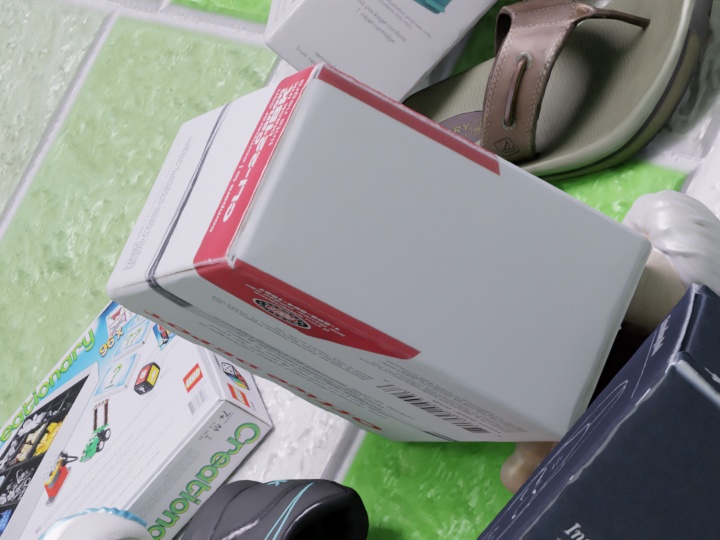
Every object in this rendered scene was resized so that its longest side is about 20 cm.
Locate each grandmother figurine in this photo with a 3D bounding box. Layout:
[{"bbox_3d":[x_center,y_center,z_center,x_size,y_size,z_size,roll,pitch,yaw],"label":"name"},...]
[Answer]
[{"bbox_3d":[0.091,0.066,1.032,0.121,0.060,0.201,8,73,46],"label":"grandmother figurine"}]

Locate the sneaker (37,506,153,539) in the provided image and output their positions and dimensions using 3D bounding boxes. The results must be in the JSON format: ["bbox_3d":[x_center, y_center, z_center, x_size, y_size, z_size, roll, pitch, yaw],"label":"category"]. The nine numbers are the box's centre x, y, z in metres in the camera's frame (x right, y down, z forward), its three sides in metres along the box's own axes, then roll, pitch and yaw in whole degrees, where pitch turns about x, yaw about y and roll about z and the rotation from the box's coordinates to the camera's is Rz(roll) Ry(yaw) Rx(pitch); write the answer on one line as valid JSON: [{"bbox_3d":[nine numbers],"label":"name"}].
[{"bbox_3d":[-0.126,0.201,1.208,0.081,0.076,0.201,12,80,47],"label":"sneaker"}]

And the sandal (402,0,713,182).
[{"bbox_3d":[0.068,-0.076,1.173,0.200,0.057,0.080,-26,45,41],"label":"sandal"}]

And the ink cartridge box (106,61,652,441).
[{"bbox_3d":[0.000,0.000,1.075,0.084,0.144,0.200,-65,15,-11],"label":"ink cartridge box"}]

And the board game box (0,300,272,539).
[{"bbox_3d":[-0.130,0.099,1.319,0.200,0.035,0.126,-48,35,17],"label":"board game box"}]

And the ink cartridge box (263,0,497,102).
[{"bbox_3d":[0.048,-0.169,1.236,0.200,0.067,0.116,-46,15,19],"label":"ink cartridge box"}]

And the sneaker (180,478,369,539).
[{"bbox_3d":[-0.048,0.170,1.118,0.079,0.075,0.201,-16,53,44],"label":"sneaker"}]

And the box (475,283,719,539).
[{"bbox_3d":[0.080,0.121,0.900,0.200,0.107,0.148,-51,-2,13],"label":"box"}]
